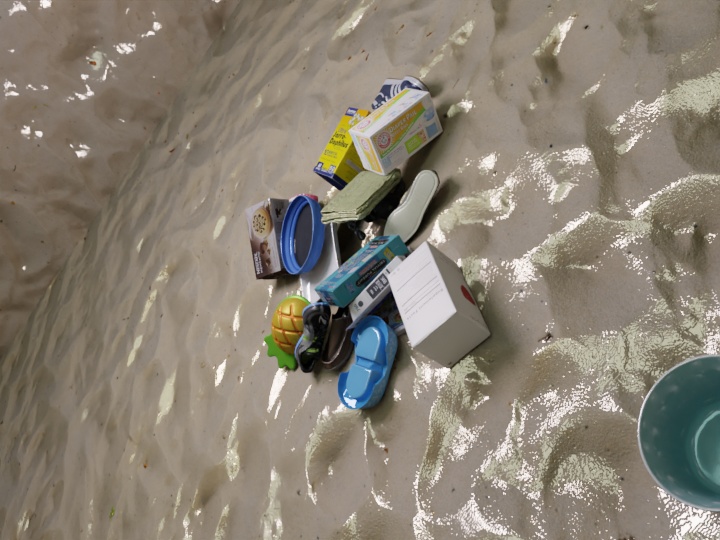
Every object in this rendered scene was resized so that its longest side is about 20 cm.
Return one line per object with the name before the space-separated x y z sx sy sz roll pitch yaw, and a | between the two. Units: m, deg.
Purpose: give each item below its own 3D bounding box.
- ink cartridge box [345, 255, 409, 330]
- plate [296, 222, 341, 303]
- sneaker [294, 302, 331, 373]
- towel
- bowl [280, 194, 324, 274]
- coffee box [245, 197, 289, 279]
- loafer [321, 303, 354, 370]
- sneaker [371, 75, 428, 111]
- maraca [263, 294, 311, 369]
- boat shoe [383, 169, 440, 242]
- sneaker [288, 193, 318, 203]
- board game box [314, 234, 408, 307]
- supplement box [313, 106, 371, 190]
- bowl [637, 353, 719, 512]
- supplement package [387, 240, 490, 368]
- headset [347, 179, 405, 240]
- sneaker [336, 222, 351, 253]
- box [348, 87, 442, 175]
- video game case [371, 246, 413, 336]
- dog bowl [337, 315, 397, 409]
ink cartridge box | 0.039 0.048 1.525 0.039 0.099 0.200 47 106 13
plate | -0.100 -0.024 1.765 0.199 0.032 0.205 -39 53 50
sneaker | -0.106 0.157 1.613 0.083 0.069 0.203 -112 31 -49
towel | 0.001 -0.180 1.674 0.146 0.037 0.201 2 42 45
bowl | -0.150 -0.091 1.793 0.199 0.039 0.206 -17 70 59
coffee box | -0.244 -0.085 1.925 0.111 0.079 0.205 -16 81 41
loafer | -0.050 0.132 1.624 0.072 0.070 0.204 6 71 50
sneaker | 0.100 -0.452 1.841 0.110 0.070 0.199 -57 30 -5
maraca | -0.172 0.154 1.724 0.137 0.106 0.202 43 117 22
boat shoe | 0.122 -0.145 1.620 0.204 0.071 0.060 -59 -6 21
sneaker | -0.186 -0.150 1.977 0.199 0.080 0.076 -37 60 35
board game box | 0.000 0.000 1.575 0.199 0.047 0.151 -40 13 -14
supplement box | -0.019 -0.318 1.859 0.108 0.109 0.203 26 86 53
bowl | 0.483 0.224 0.916 0.199 0.104 0.205 -27 48 34
supplement package | 0.154 0.068 1.389 0.119 0.120 0.202 -41 41 21
headset | 0.033 -0.164 1.708 0.122 0.094 0.203 -5 51 47
sneaker | -0.047 -0.148 1.809 0.089 0.066 0.204 29 93 49
box | 0.086 -0.340 1.689 0.199 0.114 0.101 -39 34 -16
video game case | 0.073 0.060 1.574 0.142 0.018 0.204 -32 45 31
dog bowl | 0.019 0.203 1.498 0.110 0.049 0.205 10 80 47
